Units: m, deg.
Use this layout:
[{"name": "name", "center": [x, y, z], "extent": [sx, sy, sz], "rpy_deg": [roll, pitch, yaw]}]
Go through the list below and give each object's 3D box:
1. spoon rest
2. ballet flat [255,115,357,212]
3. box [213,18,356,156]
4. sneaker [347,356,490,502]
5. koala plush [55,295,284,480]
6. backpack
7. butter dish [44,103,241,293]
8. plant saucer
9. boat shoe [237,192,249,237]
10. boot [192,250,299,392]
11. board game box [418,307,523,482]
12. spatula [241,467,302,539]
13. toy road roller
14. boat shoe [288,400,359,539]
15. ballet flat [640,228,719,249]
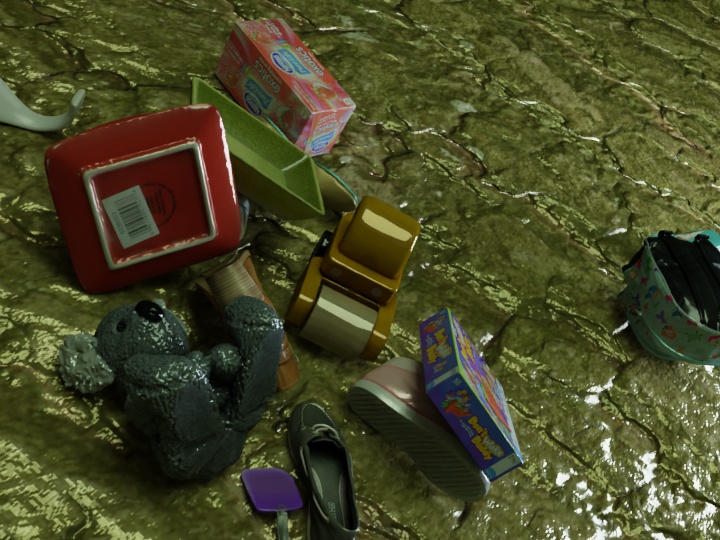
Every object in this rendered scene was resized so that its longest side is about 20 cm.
[{"name": "spoon rest", "center": [-0.451, -0.218, 1.336], "extent": [0.200, 0.061, 0.099], "rpy_deg": [14, 40, -3]}, {"name": "ballet flat", "center": [-0.094, -0.135, 1.491], "extent": [0.200, 0.069, 0.063], "rpy_deg": [41, 67, 13]}, {"name": "box", "center": [-0.115, -0.269, 1.572], "extent": [0.095, 0.103, 0.200], "rpy_deg": [-18, 62, -44]}, {"name": "sneaker", "center": [0.089, 0.178, 1.263], "extent": [0.200, 0.075, 0.105], "rpy_deg": [39, 44, 13]}, {"name": "koala plush", "center": [-0.206, 0.103, 1.103], "extent": [0.200, 0.184, 0.177], "rpy_deg": [28, 41, 29]}, {"name": "backpack", "center": [0.499, 0.056, 1.611], "extent": [0.177, 0.151, 0.200], "rpy_deg": [7, 38, -25]}, {"name": "butter dish", "center": [-0.256, -0.104, 1.222], "extent": [0.199, 0.200, 0.148], "rpy_deg": [-19, 37, -16]}, {"name": "plant saucer", "center": [-0.144, -0.145, 1.349], "extent": [0.200, 0.048, 0.200], "rpy_deg": [34, 18, -22]}, {"name": "boat shoe", "center": [-0.236, -0.079, 1.319], "extent": [0.200, 0.071, 0.070], "rpy_deg": [18, 47, -20]}, {"name": "boot", "center": [-0.123, 0.059, 1.234], "extent": [0.077, 0.200, 0.155], "rpy_deg": [-30, 98, -11]}, {"name": "board game box", "center": [0.126, 0.141, 1.253], "extent": [0.135, 0.045, 0.200], "rpy_deg": [55, 11, -15]}, {"name": "spatula", "center": [-0.075, 0.284, 1.084], "extent": [0.056, 0.021, 0.200], "rpy_deg": [1, 50, -26]}, {"name": "toy road roller", "center": [0.000, 0.000, 1.332], "extent": [0.123, 0.146, 0.200], "rpy_deg": [26, 39, -8]}, {"name": "boat shoe", "center": [-0.033, 0.217, 1.154], "extent": [0.067, 0.057, 0.200], "rpy_deg": [11, 44, -25]}, {"name": "ballet flat", "center": [0.535, -0.027, 1.793], "extent": [0.200, 0.064, 0.076], "rpy_deg": [-5, 56, -35]}]
